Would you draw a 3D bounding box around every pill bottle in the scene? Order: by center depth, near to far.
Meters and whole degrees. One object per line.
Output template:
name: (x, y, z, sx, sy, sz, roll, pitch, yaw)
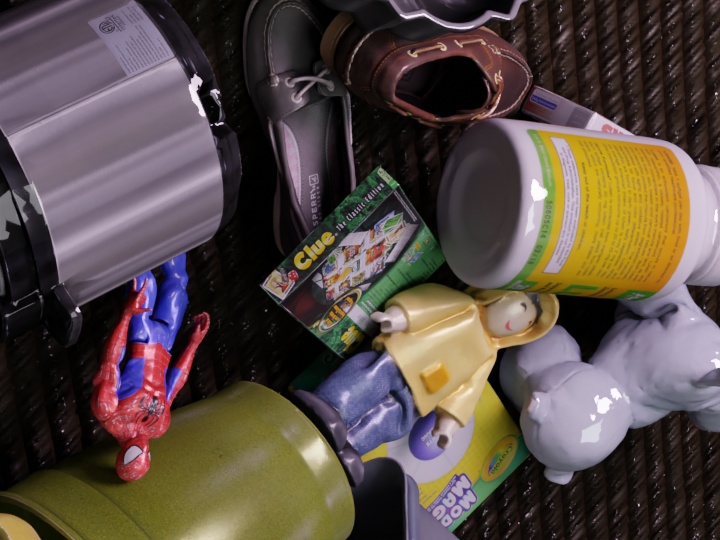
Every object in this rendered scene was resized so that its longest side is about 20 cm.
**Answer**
pill bottle: (0.161, -0.037, 1.496, 0.199, 0.111, 0.112, 5, 107, -30)

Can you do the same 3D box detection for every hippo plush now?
hippo plush: (0.192, 0.092, 1.619, 0.160, 0.200, 0.159, -32, 135, 1)

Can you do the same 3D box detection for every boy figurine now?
boy figurine: (0.051, 0.065, 1.514, 0.200, 0.064, 0.125, -33, 124, -19)

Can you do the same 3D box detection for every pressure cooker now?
pressure cooker: (-0.191, -0.062, 1.275, 0.200, 0.176, 0.179, -29, 120, -26)

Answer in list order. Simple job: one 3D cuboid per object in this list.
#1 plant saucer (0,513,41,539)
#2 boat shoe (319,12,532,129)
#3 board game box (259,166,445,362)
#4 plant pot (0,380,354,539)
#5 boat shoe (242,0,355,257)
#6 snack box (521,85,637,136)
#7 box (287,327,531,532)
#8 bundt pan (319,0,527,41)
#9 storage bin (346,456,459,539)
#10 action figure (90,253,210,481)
plant saucer: (-0.224, 0.236, 1.367, 0.200, 0.199, 0.048, 60, 38, -15)
boat shoe: (0.056, -0.124, 1.463, 0.200, 0.070, 0.071, 1, 118, -53)
board game box: (0.000, 0.000, 1.439, 0.105, 0.023, 0.200, -47, 163, -2)
plant pot: (-0.113, 0.174, 1.440, 0.193, 0.200, 0.201, -37, 127, -31)
boat shoe: (-0.030, -0.087, 1.453, 0.067, 0.057, 0.201, -22, 121, -26)
snack box: (0.206, -0.078, 1.612, 0.200, 0.072, 0.024, 24, 94, -39)
box: (0.043, 0.116, 1.600, 0.117, 0.048, 0.200, -44, 130, -12)
bundt pan: (0.025, -0.230, 1.377, 0.201, 0.076, 0.203, 9, 71, -27)
storage bin: (0.029, 0.249, 1.535, 0.145, 0.201, 0.134, -25, 137, 29)
action figure: (-0.129, 0.032, 1.383, 0.065, 0.052, 0.201, 25, 65, -44)
